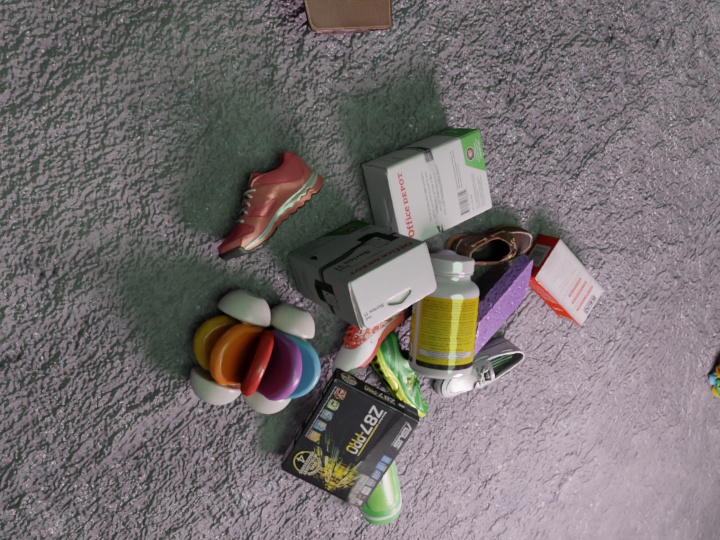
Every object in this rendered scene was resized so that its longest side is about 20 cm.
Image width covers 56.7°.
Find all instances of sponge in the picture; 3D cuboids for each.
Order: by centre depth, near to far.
[{"bbox_3d":[0.264,0.068,1.280,0.200,0.030,0.112,-43,148,-31],"label":"sponge"}]

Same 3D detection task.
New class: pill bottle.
[{"bbox_3d":[0.144,0.076,1.145,0.112,0.112,0.200,-2,102,-32],"label":"pill bottle"}]

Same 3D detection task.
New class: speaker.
[{"bbox_3d":[0.022,0.364,1.223,0.088,0.088,0.200,-23,115,-26],"label":"speaker"}]

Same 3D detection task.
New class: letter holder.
[{"bbox_3d":[-0.043,-0.442,0.945,0.142,0.101,0.200,-14,110,-27],"label":"letter holder"}]

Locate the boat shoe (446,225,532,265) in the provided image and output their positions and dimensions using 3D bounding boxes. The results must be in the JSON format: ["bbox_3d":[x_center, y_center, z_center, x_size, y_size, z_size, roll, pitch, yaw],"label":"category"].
[{"bbox_3d":[0.260,-0.042,1.271,0.200,0.070,0.071,-12,109,-31],"label":"boat shoe"}]

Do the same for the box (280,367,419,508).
[{"bbox_3d":[-0.019,0.285,1.125,0.161,0.049,0.200,29,106,-9],"label":"box"}]

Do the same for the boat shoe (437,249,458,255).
[{"bbox_3d":[0.181,0.039,1.252,0.062,0.072,0.200,-40,132,-33],"label":"boat shoe"}]

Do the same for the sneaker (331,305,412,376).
[{"bbox_3d":[0.003,0.083,1.144,0.201,0.067,0.108,-44,121,-19],"label":"sneaker"}]

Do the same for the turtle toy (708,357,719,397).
[{"bbox_3d":[1.040,0.272,1.832,0.101,0.146,0.200,38,81,-13],"label":"turtle toy"}]

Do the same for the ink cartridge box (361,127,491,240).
[{"bbox_3d":[0.115,-0.144,1.139,0.200,0.084,0.146,-25,116,-25],"label":"ink cartridge box"}]

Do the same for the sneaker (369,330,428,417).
[{"bbox_3d":[0.084,0.192,1.220,0.084,0.074,0.200,-39,120,-13],"label":"sneaker"}]

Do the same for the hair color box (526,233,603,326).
[{"bbox_3d":[0.419,0.021,1.396,0.200,0.061,0.102,40,81,-33],"label":"hair color box"}]

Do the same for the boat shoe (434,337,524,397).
[{"bbox_3d":[0.239,0.194,1.325,0.200,0.067,0.074,-30,117,-22],"label":"boat shoe"}]

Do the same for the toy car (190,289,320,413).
[{"bbox_3d":[-0.146,0.136,1.010,0.200,0.150,0.175,20,92,-35],"label":"toy car"}]

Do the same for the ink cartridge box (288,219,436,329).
[{"bbox_3d":[0.000,0.000,1.035,0.146,0.200,0.083,-28,117,-24],"label":"ink cartridge box"}]

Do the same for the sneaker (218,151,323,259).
[{"bbox_3d":[-0.151,-0.100,1.002,0.200,0.074,0.087,-46,109,-18],"label":"sneaker"}]
